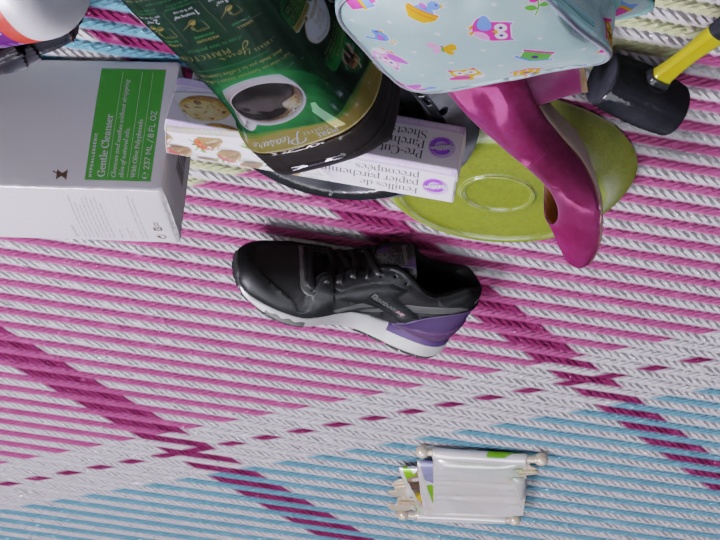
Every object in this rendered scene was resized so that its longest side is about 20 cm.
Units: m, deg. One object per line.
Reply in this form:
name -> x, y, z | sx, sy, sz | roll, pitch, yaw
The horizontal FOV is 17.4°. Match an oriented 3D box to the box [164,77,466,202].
box -> -0.031, -0.088, 1.576 | 0.200, 0.041, 0.039 | 11, 146, 4

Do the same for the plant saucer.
plant saucer -> 0.100, -0.067, 1.705 | 0.200, 0.031, 0.200 | 5, 154, 2

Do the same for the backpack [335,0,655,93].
backpack -> 0.057, -0.196, 1.313 | 0.176, 0.153, 0.200 | -6, 146, 33

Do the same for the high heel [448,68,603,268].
high heel -> 0.110, -0.072, 1.589 | 0.096, 0.067, 0.200 | -14, 136, -3

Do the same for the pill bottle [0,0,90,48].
pill bottle -> -0.270, -0.184, 1.440 | 0.200, 0.113, 0.112 | -6, 152, 24

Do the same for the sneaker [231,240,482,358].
sneaker -> 0.000, 0.000, 1.841 | 0.200, 0.076, 0.088 | 14, 139, -26

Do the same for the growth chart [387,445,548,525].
growth chart -> 0.100, 0.213, 2.303 | 0.145, 0.018, 0.200 | 6, 154, 0

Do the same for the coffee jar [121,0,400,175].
coffee jar -> -0.061, -0.146, 1.466 | 0.104, 0.085, 0.200 | -13, 136, 29

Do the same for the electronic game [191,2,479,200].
electronic game -> -0.017, -0.113, 1.608 | 0.200, 0.042, 0.200 | 8, 146, 6

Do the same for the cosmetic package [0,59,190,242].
cosmetic package -> -0.223, -0.084, 1.647 | 0.200, 0.108, 0.085 | 1, 154, 6

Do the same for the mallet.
mallet -> 0.216, -0.152, 1.507 | 0.066, 0.041, 0.200 | 17, 147, -18

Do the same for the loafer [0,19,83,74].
loafer -> -0.279, -0.144, 1.579 | 0.200, 0.063, 0.072 | -4, 153, 20
